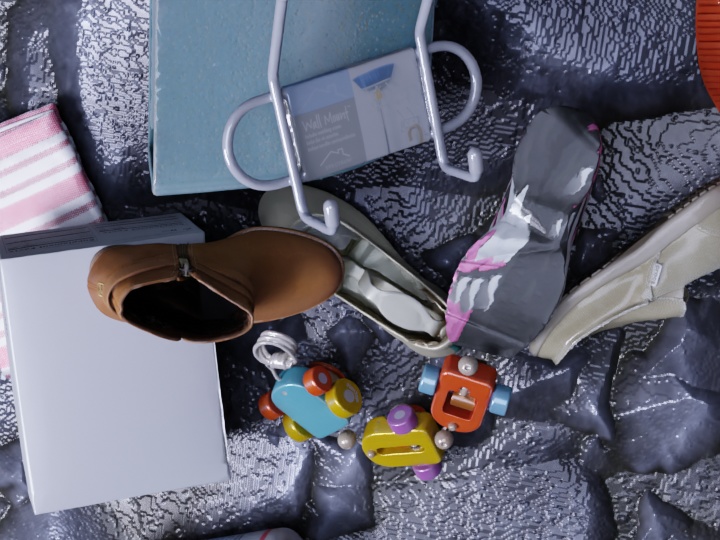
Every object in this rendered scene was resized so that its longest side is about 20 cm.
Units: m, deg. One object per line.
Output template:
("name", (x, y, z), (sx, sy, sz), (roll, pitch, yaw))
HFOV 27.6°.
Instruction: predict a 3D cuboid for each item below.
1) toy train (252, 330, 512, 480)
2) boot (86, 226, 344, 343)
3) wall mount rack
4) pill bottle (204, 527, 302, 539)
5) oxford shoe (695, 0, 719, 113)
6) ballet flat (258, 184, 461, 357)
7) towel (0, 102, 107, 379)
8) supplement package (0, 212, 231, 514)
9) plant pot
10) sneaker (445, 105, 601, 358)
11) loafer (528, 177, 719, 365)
("toy train", (0.018, 0.090, 1.147), (0.199, 0.056, 0.151), (13, 135, 8))
("boot", (-0.090, 0.010, 1.030), (0.199, 0.155, 0.077), (6, 96, -18))
("wall mount rack", (0.006, -0.125, 0.953), (0.199, 0.075, 0.174), (-21, 112, -23))
("pill bottle", (-0.142, 0.281, 1.214), (0.199, 0.109, 0.109), (-13, 99, 14))
("oxford shoe", (0.295, -0.133, 1.060), (0.072, 0.071, 0.201), (-19, 105, -2))
("ballet flat", (0.000, 0.000, 1.145), (0.200, 0.069, 0.070), (35, 107, 3))
("towel", (-0.274, -0.023, 1.220), (0.146, 0.030, 0.201), (-21, 100, 15))
("supplement package", (-0.196, 0.069, 1.148), (0.155, 0.111, 0.201), (-8, 101, -16))
("plant pot", (-0.052, -0.163, 1.059), (0.199, 0.196, 0.197), (1, 103, -9))
("sneaker", (0.133, -0.027, 1.099), (0.080, 0.086, 0.201), (29, 105, 9))
("loafer", (0.213, 0.013, 1.098), (0.200, 0.076, 0.068), (-40, 86, 16))
